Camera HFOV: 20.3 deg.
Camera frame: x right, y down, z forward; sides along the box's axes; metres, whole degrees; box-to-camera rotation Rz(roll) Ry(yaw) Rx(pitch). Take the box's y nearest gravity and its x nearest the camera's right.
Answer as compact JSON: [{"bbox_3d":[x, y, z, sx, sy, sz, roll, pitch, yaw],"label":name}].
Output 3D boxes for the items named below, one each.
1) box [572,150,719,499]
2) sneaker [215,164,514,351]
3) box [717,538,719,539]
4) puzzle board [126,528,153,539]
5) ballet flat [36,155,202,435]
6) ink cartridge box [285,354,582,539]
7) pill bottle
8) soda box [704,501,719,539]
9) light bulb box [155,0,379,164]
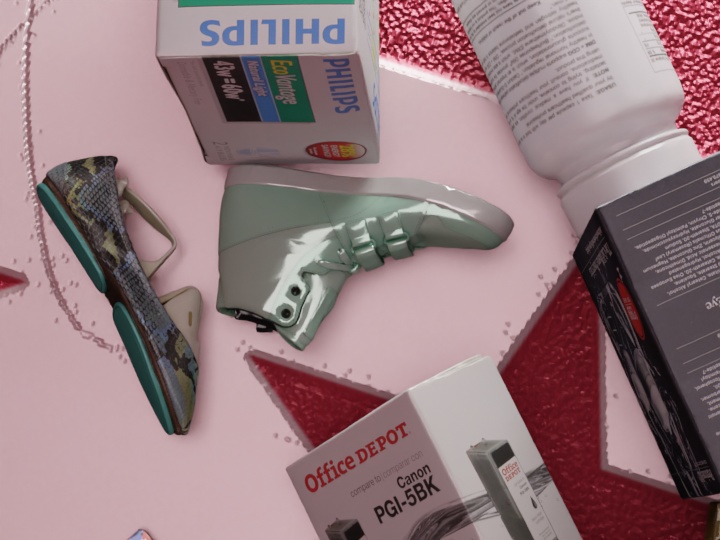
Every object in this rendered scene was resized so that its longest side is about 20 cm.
[{"bbox_3d":[0.219,0.038,1.251,0.103,0.200,0.183,-24,82,-1],"label":"box"},{"bbox_3d":[0.000,0.000,1.331,0.198,0.074,0.119,5,77,14],"label":"sneaker"},{"bbox_3d":[0.262,0.249,1.195,0.148,0.124,0.201,-31,78,5],"label":"box"},{"bbox_3d":[-0.138,0.297,1.337,0.150,0.017,0.200,-41,82,-2],"label":"puzzle board"},{"bbox_3d":[-0.144,0.010,1.347,0.074,0.074,0.201,-28,86,0],"label":"ballet flat"},{"bbox_3d":[0.058,0.176,1.266,0.082,0.147,0.201,-19,78,-43],"label":"ink cartridge box"},{"bbox_3d":[0.142,-0.131,1.319,0.113,0.113,0.201,-25,82,1],"label":"pill bottle"},{"bbox_3d":[0.246,0.251,1.294,0.067,0.064,0.202,7,84,6],"label":"soda box"},{"bbox_3d":[-0.053,-0.192,1.283,0.123,0.198,0.202,-1,74,5],"label":"light bulb box"}]
